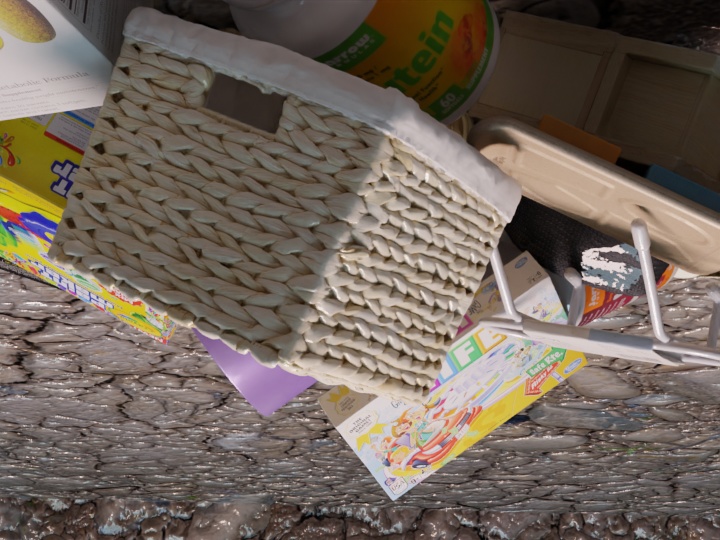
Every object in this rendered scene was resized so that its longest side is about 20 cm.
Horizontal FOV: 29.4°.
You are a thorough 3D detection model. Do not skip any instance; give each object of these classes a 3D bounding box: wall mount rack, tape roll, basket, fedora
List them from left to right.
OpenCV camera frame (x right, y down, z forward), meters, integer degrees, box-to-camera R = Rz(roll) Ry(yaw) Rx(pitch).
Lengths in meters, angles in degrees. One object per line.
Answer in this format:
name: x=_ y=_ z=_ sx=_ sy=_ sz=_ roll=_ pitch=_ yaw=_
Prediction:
tape roll: x=-0.108 y=0.028 z=1.255 sx=0.085 sy=0.200 sz=0.200 roll=-35 pitch=157 yaw=1
basket: x=-0.041 y=-0.033 z=0.822 sx=0.198 sy=0.161 sz=0.200 roll=23 pitch=-179 yaw=29
fedora: x=0.184 y=-0.042 z=1.087 sx=0.200 sy=0.092 sz=0.201 roll=22 pitch=-162 yaw=-7
wall mount rack: x=0.164 y=0.015 z=0.952 sx=0.200 sy=0.075 sz=0.174 roll=6 pitch=170 yaw=34

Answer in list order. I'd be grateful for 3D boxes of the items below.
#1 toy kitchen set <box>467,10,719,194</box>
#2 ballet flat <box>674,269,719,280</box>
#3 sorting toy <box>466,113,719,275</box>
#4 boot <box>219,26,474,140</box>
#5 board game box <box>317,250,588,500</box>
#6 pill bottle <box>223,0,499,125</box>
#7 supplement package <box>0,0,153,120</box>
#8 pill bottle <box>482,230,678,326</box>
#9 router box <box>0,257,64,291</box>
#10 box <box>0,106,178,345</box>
toy kitchen set: x=0.226 y=-0.138 z=0.973 sx=0.180 sy=0.164 sz=0.200 roll=22 pitch=-179 yaw=41
ballet flat: x=0.348 y=-0.014 z=1.337 sx=0.199 sy=0.068 sz=0.075 roll=-3 pitch=-162 yaw=14
sorting toy: x=0.167 y=-0.051 z=0.910 sx=0.199 sy=0.037 sz=0.185 roll=21 pitch=175 yaw=5
boot: x=-0.030 y=-0.117 z=0.990 sx=0.155 sy=0.073 sz=0.200 roll=23 pitch=176 yaw=-43
board game box: x=0.078 y=0.087 z=1.096 sx=0.200 sy=0.034 sz=0.135 roll=-35 pitch=139 yaw=-2
pill bottle: x=-0.009 y=-0.166 z=0.835 sx=0.111 sy=0.111 sz=0.200 roll=-13 pitch=158 yaw=33
supplement package: x=-0.212 y=-0.181 z=0.791 sx=0.113 sy=0.110 sz=0.200 roll=-6 pitch=160 yaw=17
pill bottle: x=0.180 y=-0.004 z=1.206 sx=0.200 sy=0.110 sz=0.110 roll=-22 pitch=176 yaw=-33
router box: x=-0.297 y=-0.036 z=1.230 sx=0.199 sy=0.051 sz=0.149 roll=19 pitch=160 yaw=-2
box: x=-0.196 y=-0.065 z=1.006 sx=0.200 sy=0.122 sz=0.193 roll=28 pitch=160 yaw=1
